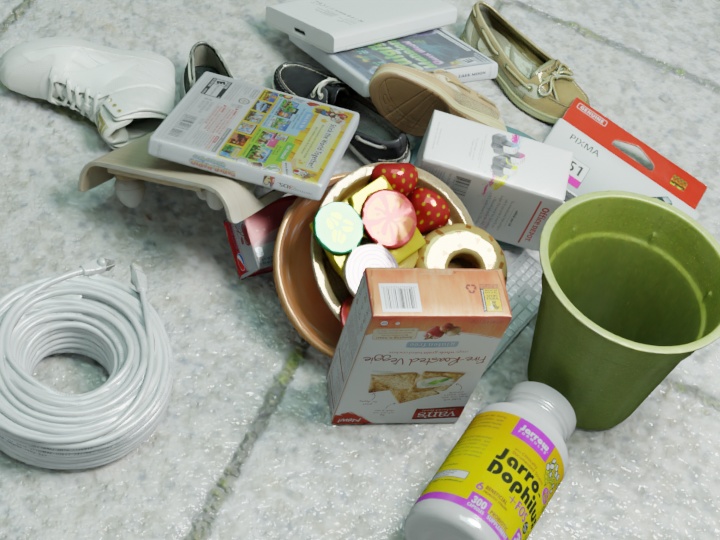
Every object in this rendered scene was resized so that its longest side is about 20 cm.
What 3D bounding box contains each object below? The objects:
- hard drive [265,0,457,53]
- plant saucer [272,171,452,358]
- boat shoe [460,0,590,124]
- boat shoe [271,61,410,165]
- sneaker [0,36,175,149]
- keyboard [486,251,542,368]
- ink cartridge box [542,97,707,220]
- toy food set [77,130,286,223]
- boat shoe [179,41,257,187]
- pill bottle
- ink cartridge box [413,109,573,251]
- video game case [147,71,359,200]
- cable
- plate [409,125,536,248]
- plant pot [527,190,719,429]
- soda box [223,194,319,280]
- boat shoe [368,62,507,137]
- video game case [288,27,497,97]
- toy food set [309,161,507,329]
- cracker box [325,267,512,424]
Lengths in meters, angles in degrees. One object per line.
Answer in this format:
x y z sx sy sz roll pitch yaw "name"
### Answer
0.002 -0.311 1.739 0.199 0.027 0.131 -20 36 -37 "hard drive"
0.000 0.000 1.470 0.198 0.037 0.202 5 76 -23 "plant saucer"
0.207 -0.254 1.764 0.073 0.063 0.201 -30 63 -32 "boat shoe"
-0.024 -0.188 1.647 0.074 0.060 0.200 -41 69 -19 "boat shoe"
-0.300 -0.193 1.581 0.198 0.074 0.116 1 47 -15 "sneaker"
0.147 0.051 1.529 0.056 0.011 0.200 35 52 15 "keyboard"
0.304 -0.109 1.657 0.199 0.044 0.174 35 55 4 "ink cartridge box"
-0.176 -0.096 1.492 0.198 0.061 0.143 13 27 27 "toy food set"
-0.161 -0.174 1.605 0.070 0.064 0.201 -10 54 -21 "boat shoe"
0.129 0.196 1.341 0.104 0.105 0.200 30 50 12 "pill bottle"
0.156 -0.090 1.550 0.198 0.115 0.068 17 62 -3 "ink cartridge box"
-0.106 -0.143 1.489 0.180 0.023 0.200 15 29 4 "video game case"
-0.276 0.092 1.351 0.198 0.070 0.201 -13 56 -22 "cable"
0.155 -0.109 1.656 0.198 0.026 0.202 8 49 -9 "plate"
0.248 0.057 1.430 0.198 0.191 0.201 7 49 -9 "plant pot"
-0.040 -0.051 1.518 0.198 0.063 0.071 -15 85 -26 "soda box"
0.085 -0.189 1.605 0.199 0.071 0.065 25 46 -38 "boat shoe"
0.037 -0.262 1.703 0.180 0.024 0.200 -12 33 -26 "video game case"
0.041 -0.013 1.444 0.197 0.049 0.201 -35 95 -25 "toy food set"
0.051 0.075 1.357 0.132 0.201 0.058 0 56 -13 "cracker box"
